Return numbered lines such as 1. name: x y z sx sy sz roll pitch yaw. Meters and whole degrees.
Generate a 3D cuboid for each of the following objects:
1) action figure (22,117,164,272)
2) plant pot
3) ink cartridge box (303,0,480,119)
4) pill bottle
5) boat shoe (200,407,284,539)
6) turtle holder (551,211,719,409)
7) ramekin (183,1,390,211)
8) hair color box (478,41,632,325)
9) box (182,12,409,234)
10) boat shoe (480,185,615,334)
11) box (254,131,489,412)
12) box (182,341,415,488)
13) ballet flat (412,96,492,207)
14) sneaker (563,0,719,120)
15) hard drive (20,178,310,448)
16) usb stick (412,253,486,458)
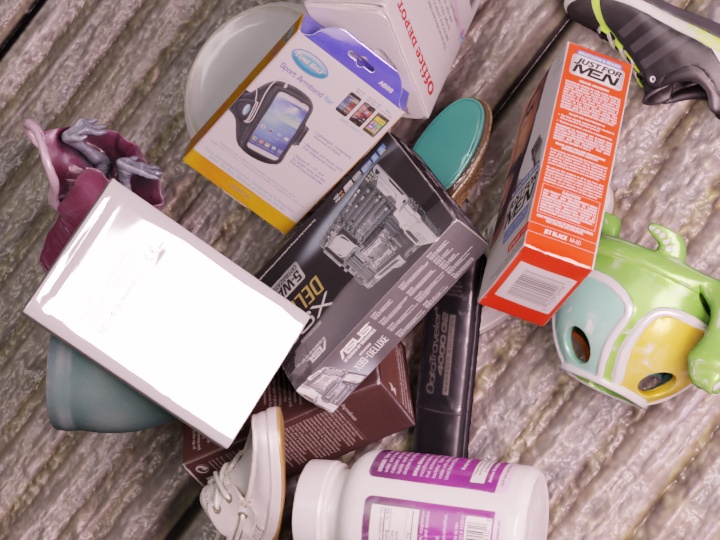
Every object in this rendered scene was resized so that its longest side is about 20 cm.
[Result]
1. action figure: -0.266 -0.037 1.674 0.200 0.149 0.134 -59 45 35
2. plant pot: -0.180 0.052 1.524 0.134 0.200 0.201 10 78 5
3. ink cartridge box: 0.039 -0.257 1.568 0.084 0.145 0.200 7 56 26
4. pill bottle: 0.049 0.208 1.459 0.200 0.112 0.113 5 76 18
5. boat shoe: -0.102 0.198 1.495 0.069 0.200 0.071 6 37 -4
6. turtle holder: 0.240 0.046 1.416 0.185 0.141 0.132 25 84 29
7. ramekin: -0.075 -0.161 1.655 0.202 0.094 0.203 -8 70 22
8. hair color box: 0.158 -0.070 1.420 0.064 0.111 0.200 20 60 -6
9. box: -0.051 -0.133 1.535 0.200 0.119 0.042 -44 19 30
10. boat shoe: 0.131 -0.021 1.529 0.200 0.069 0.071 -44 61 6
11. box: 0.000 0.000 1.500 0.200 0.050 0.158 -46 37 11
12. box: -0.057 0.119 1.555 0.200 0.075 0.100 -25 41 18
13. ballet flat: 0.064 -0.061 1.576 0.070 0.065 0.200 30 86 34
14. sneaker: 0.253 -0.188 1.525 0.200 0.072 0.083 26 87 29
15. hard drive: -0.157 0.036 1.432 0.200 0.026 0.132 35 75 -13
16. usb stick: 0.077 0.076 1.512 0.055 0.033 0.200 10 98 37
